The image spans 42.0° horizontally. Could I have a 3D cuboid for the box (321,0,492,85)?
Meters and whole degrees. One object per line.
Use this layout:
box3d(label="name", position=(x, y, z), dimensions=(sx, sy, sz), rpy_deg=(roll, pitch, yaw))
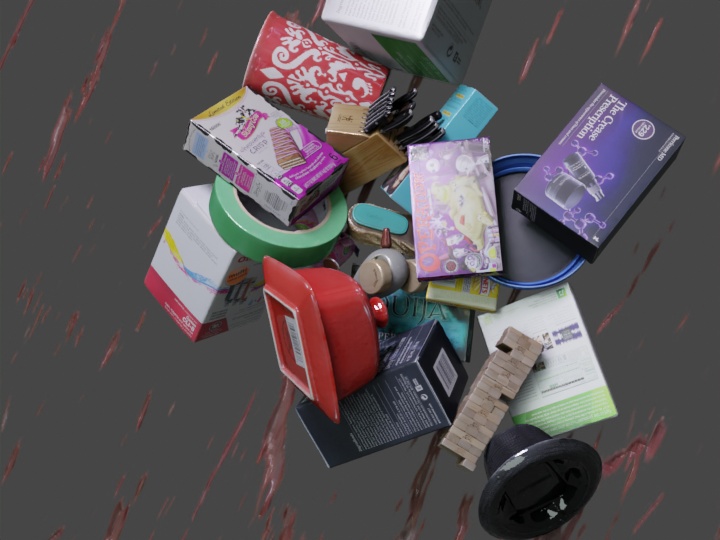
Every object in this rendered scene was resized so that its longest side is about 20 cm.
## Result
box3d(label="box", position=(0.080, -0.412, 1.394), dimensions=(0.171, 0.199, 0.200), rpy_deg=(20, 90, 24))

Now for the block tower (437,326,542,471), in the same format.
box3d(label="block tower", position=(0.175, 0.173, 1.276), dimensions=(0.058, 0.054, 0.200), rpy_deg=(30, 78, 3))

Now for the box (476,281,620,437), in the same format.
box3d(label="box", position=(0.264, 0.133, 1.329), dimensions=(0.144, 0.036, 0.200), rpy_deg=(-22, 73, 19))

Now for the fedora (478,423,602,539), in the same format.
box3d(label="fedora", position=(0.227, 0.271, 1.260), dimensions=(0.201, 0.201, 0.092), rpy_deg=(-41, 43, 12))

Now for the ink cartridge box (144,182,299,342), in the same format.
box3d(label="ink cartridge box", position=(-0.214, -0.020, 1.452), dimensions=(0.145, 0.145, 0.200), rpy_deg=(46, 129, 22))

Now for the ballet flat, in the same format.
box3d(label="ballet flat", position=(0.074, -0.049, 1.413), dimensions=(0.200, 0.065, 0.071), rpy_deg=(20, 60, 0))

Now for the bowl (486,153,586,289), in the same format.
box3d(label="bowl", position=(0.235, -0.067, 1.335), dimensions=(0.200, 0.039, 0.201), rpy_deg=(-1, 74, 4))

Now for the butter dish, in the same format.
box3d(label="butter dish", position=(-0.032, 0.074, 1.256), dimensions=(0.148, 0.199, 0.200), rpy_deg=(-17, 109, -20))

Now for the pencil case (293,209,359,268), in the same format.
box3d(label="pencil case", position=(-0.090, -0.085, 1.479), dimensions=(0.087, 0.087, 0.200), rpy_deg=(-44, 67, 11))

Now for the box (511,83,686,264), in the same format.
box3d(label="box", position=(0.324, -0.133, 1.284), dimensions=(0.141, 0.079, 0.200), rpy_deg=(38, 81, 14))

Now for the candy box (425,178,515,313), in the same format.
box3d(label="candy box", position=(0.161, -0.044, 1.368), dimensions=(0.102, 0.026, 0.200), rpy_deg=(11, 75, 1))

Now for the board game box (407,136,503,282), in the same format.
box3d(label="board game box", position=(0.132, -0.087, 1.315), dimensions=(0.120, 0.032, 0.200), rpy_deg=(-7, 73, 11))

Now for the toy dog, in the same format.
box3d(label="toy dog", position=(0.000, 0.000, 1.374), dimensions=(0.200, 0.132, 0.096), rpy_deg=(-13, 79, 26))

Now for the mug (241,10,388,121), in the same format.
box3d(label="mug", position=(-0.062, -0.315, 1.459), dimensions=(0.200, 0.133, 0.178), rpy_deg=(21, 50, -4))

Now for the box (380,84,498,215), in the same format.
box3d(label="box", position=(0.115, -0.182, 1.403), dimensions=(0.049, 0.082, 0.200), rpy_deg=(37, 97, -18))

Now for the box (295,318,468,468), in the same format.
box3d(label="box", position=(0.034, 0.174, 1.334), dimensions=(0.200, 0.148, 0.107), rpy_deg=(-25, 101, 22))

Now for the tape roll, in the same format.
box3d(label="tape roll", position=(-0.120, -0.094, 1.377), dimensions=(0.200, 0.200, 0.048), rpy_deg=(48, 137, 21))

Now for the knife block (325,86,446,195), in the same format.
box3d(label="knife block", position=(0.039, -0.186, 1.407), dimensions=(0.175, 0.200, 0.064), rpy_deg=(9, 53, 6))

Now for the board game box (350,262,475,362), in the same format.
box3d(label="board game box", position=(0.075, 0.062, 1.421), dimensions=(0.200, 0.028, 0.135), rpy_deg=(4, 85, 23))

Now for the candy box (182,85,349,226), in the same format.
box3d(label="candy box", position=(-0.136, -0.169, 1.361), dimensions=(0.200, 0.136, 0.061), rpy_deg=(35, 135, 10))
